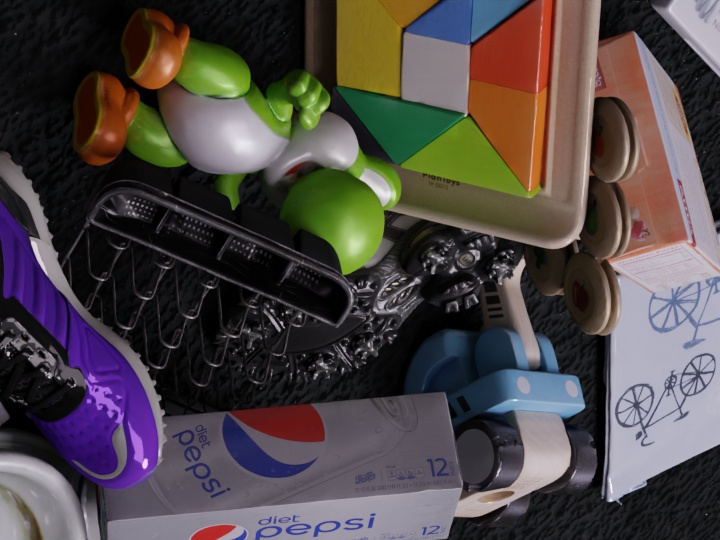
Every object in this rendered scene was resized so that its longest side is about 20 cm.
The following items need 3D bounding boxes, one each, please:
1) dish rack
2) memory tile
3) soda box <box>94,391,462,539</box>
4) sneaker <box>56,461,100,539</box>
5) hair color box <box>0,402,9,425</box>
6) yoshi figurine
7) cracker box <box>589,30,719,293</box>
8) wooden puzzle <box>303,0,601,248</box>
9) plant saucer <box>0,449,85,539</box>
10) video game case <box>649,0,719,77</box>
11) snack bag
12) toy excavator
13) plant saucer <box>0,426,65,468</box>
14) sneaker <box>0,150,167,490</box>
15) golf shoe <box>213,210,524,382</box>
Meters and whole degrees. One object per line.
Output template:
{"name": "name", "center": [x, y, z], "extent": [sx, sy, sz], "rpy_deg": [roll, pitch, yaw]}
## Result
{"name": "dish rack", "center": [-0.112, 0.036, 1.357], "extent": [0.153, 0.055, 0.200], "rpy_deg": [24, 123, -16]}
{"name": "memory tile", "center": [0.107, -0.064, 1.472], "extent": [0.017, 0.200, 0.153], "rpy_deg": [-9, 120, -24]}
{"name": "soda box", "center": [-0.047, 0.118, 1.355], "extent": [0.200, 0.063, 0.068], "rpy_deg": [-5, 150, -9]}
{"name": "sneaker", "center": [-0.119, 0.176, 1.462], "extent": [0.200, 0.071, 0.073], "rpy_deg": [55, 41, -56]}
{"name": "hair color box", "center": [-0.296, 0.100, 1.296], "extent": [0.200, 0.061, 0.099], "rpy_deg": [-42, 134, -18]}
{"name": "yoshi figurine", "center": [-0.056, -0.060, 1.358], "extent": [0.200, 0.112, 0.112], "rpy_deg": [24, 75, -31]}
{"name": "cracker box", "center": [0.178, -0.064, 1.530], "extent": [0.200, 0.058, 0.134], "rpy_deg": [24, 52, -74]}
{"name": "wooden puzzle", "center": [0.047, -0.122, 1.400], "extent": [0.037, 0.185, 0.200], "rpy_deg": [-37, 136, -56]}
{"name": "plant saucer", "center": [-0.241, 0.174, 1.301], "extent": [0.200, 0.050, 0.200], "rpy_deg": [-30, 137, -32]}
{"name": "video game case", "center": [0.303, -0.222, 1.688], "extent": [0.182, 0.023, 0.200], "rpy_deg": [36, 86, -47]}
{"name": "snack bag", "center": [0.249, 0.057, 1.792], "extent": [0.188, 0.021, 0.200], "rpy_deg": [-23, 125, -31]}
{"name": "toy excavator", "center": [0.090, 0.051, 1.597], "extent": [0.100, 0.200, 0.194], "rpy_deg": [6, 152, -44]}
{"name": "plant saucer", "center": [-0.227, 0.191, 1.416], "extent": [0.200, 0.050, 0.200], "rpy_deg": [-21, 125, -33]}
{"name": "sneaker", "center": [-0.184, 0.038, 1.264], "extent": [0.070, 0.200, 0.100], "rpy_deg": [-31, -178, 28]}
{"name": "golf shoe", "center": [0.000, 0.000, 1.504], "extent": [0.200, 0.095, 0.078], "rpy_deg": [-22, 130, 0]}
